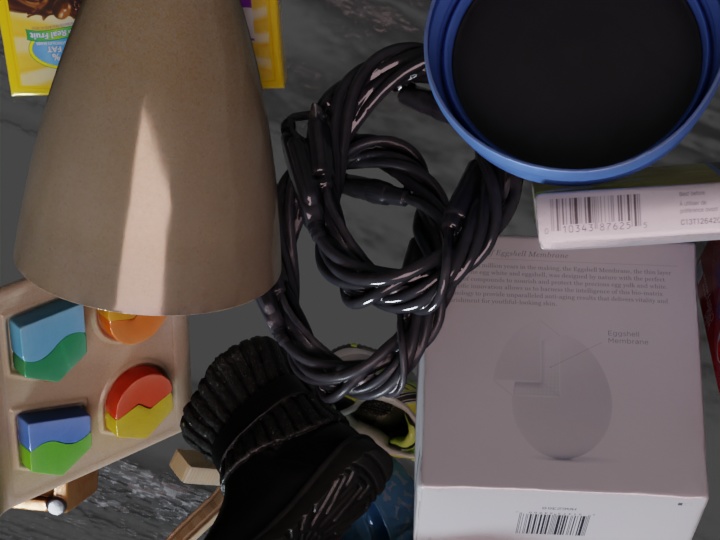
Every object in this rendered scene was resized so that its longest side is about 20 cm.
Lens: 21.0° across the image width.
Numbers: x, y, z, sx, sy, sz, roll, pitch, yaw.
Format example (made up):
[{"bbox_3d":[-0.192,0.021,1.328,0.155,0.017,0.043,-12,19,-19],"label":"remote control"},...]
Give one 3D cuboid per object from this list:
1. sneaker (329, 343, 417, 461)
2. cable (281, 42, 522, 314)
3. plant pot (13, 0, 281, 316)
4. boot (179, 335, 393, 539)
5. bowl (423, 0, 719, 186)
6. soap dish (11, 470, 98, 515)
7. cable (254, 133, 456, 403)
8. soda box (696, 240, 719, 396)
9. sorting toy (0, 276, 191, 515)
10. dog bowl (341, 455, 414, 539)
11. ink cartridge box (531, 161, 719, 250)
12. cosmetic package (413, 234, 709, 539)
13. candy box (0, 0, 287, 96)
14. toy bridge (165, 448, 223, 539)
[{"bbox_3d":[0.057,0.125,1.503,0.198,0.077,0.076,16,119,-10],"label":"sneaker"},{"bbox_3d":[0.035,-0.060,1.331,0.162,0.201,0.051,-22,148,5],"label":"cable"},{"bbox_3d":[-0.136,-0.100,1.302,0.185,0.188,0.202,6,114,-2],"label":"plant pot"},{"bbox_3d":[-0.094,0.161,1.423,0.211,0.158,0.080,-41,145,-16],"label":"boot"},{"bbox_3d":[0.142,-0.148,1.281,0.198,0.203,0.039,-7,157,6],"label":"bowl"},{"bbox_3d":[-0.301,0.108,1.503,0.198,0.081,0.159,6,121,-3],"label":"soap dish"},{"bbox_3d":[0.000,0.000,1.382,0.163,0.201,0.051,-34,149,10],"label":"cable"},{"bbox_3d":[0.288,0.039,1.370,0.069,0.201,0.064,19,121,-9],"label":"soda box"},{"bbox_3d":[-0.197,0.074,1.430,0.036,0.199,0.187,28,131,38],"label":"sorting toy"},{"bbox_3d":[0.000,0.221,1.539,0.049,0.111,0.201,-25,144,-33],"label":"dog bowl"},{"bbox_3d":[0.216,-0.050,1.336,0.195,0.200,0.048,-5,99,4],"label":"ink cartridge box"},{"bbox_3d":[0.139,0.090,1.393,0.197,0.202,0.123,3,152,1],"label":"cosmetic package"},{"bbox_3d":[-0.153,-0.174,1.360,0.198,0.027,0.103,-2,125,3],"label":"candy box"},{"bbox_3d":[-0.118,0.156,1.540,0.067,0.027,0.201,11,114,-43],"label":"toy bridge"}]
